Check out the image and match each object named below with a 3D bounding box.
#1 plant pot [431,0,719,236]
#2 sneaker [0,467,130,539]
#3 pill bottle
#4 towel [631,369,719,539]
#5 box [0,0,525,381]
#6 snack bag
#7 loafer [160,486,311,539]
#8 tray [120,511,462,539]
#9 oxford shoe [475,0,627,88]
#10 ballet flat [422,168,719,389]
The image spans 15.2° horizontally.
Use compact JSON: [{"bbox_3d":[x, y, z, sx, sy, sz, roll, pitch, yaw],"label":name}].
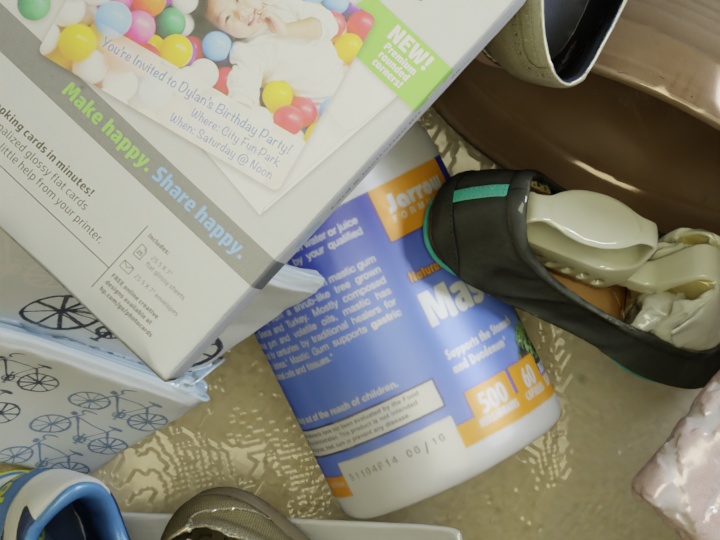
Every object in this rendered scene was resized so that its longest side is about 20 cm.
[{"bbox_3d":[0.132,-0.086,1.180,0.200,0.201,0.093,26,76,-3],"label":"plant pot"},{"bbox_3d":[-0.119,0.180,1.194,0.074,0.082,0.201,-17,85,-37],"label":"sneaker"},{"bbox_3d":[0.000,0.000,1.211,0.112,0.112,0.201,-26,93,-2],"label":"pill bottle"},{"bbox_3d":[0.237,0.076,1.140,0.191,0.032,0.200,44,79,-19],"label":"towel"},{"bbox_3d":[-0.060,-0.083,1.008,0.156,0.041,0.200,43,90,2],"label":"box"},{"bbox_3d":[-0.137,0.030,1.146,0.188,0.200,0.021,18,51,-39],"label":"snack bag"},{"bbox_3d":[-0.014,0.167,1.164,0.200,0.067,0.076,31,104,20],"label":"loafer"},{"bbox_3d":[-0.043,0.164,1.225,0.199,0.022,0.108,0,91,24],"label":"tray"},{"bbox_3d":[0.101,-0.164,1.034,0.071,0.074,0.201,9,106,-30],"label":"oxford shoe"},{"bbox_3d":[0.117,0.005,1.192,0.200,0.068,0.068,20,61,-37],"label":"ballet flat"}]
